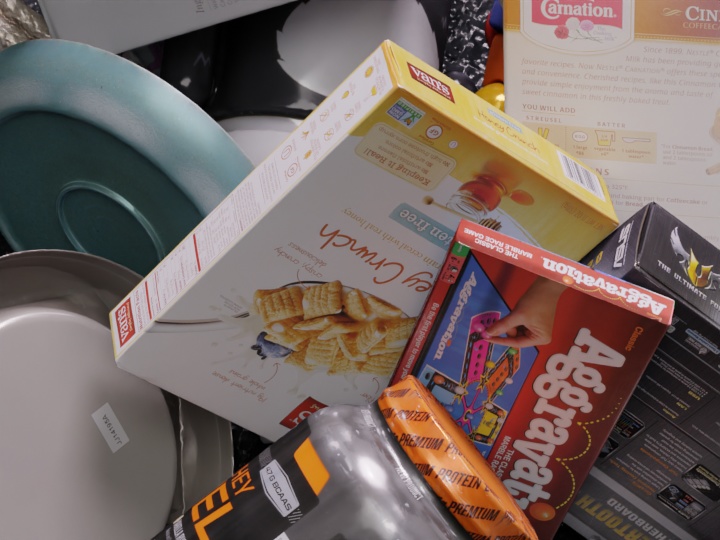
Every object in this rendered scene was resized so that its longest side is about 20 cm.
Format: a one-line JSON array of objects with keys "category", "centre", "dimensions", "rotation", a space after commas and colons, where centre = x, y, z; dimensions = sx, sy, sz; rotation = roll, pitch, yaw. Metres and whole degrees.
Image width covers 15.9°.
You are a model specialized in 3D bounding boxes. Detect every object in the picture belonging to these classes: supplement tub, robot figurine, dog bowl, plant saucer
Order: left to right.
[{"category": "dog bowl", "centre": [-0.157, 0.091, 1.221], "dimensions": [0.199, 0.059, 0.201], "rotation": [4, 84, -38]}, {"category": "plant saucer", "centre": [-0.116, -0.024, 1.253], "dimensions": [0.200, 0.200, 0.027], "rotation": [33, 56, 9]}, {"category": "supplement tub", "centre": [-0.027, 0.144, 1.152], "dimensions": [0.200, 0.123, 0.123], "rotation": [-38, 77, 3]}, {"category": "robot figurine", "centre": [-0.019, -0.098, 1.315], "dimensions": [0.150, 0.125, 0.201], "rotation": [8, 72, 8]}]

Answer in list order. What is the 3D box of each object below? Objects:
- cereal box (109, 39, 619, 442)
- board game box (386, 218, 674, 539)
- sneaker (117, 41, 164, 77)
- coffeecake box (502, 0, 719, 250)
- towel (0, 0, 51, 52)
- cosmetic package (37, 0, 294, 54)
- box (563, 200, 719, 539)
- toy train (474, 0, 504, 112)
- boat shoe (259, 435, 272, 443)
[{"category": "cereal box", "centre": [0.000, 0.000, 1.185], "dimensions": [0.200, 0.144, 0.040], "rotation": [-44, 37, 25]}, {"category": "board game box", "centre": [0.062, 0.067, 1.195], "dimensions": [0.103, 0.200, 0.019], "rotation": [20, 43, -2]}, {"category": "sneaker", "centre": [-0.118, -0.175, 1.367], "dimensions": [0.088, 0.081, 0.201], "rotation": [10, 68, 9]}, {"category": "coffeecake box", "centre": [0.149, -0.056, 1.218], "dimensions": [0.153, 0.201, 0.073], "rotation": [5, 27, 15]}, {"category": "towel", "centre": [-0.176, -0.101, 1.310], "dimensions": [0.200, 0.133, 0.034], "rotation": [41, 72, 11]}, {"category": "cosmetic package", "centre": [-0.059, -0.175, 1.231], "dimensions": [0.199, 0.074, 0.102], "rotation": [-15, 34, 5]}, {"category": "box", "centre": [0.161, 0.078, 1.218], "dimensions": [0.200, 0.158, 0.048], "rotation": [35, 42, -13]}, {"category": "toy train", "centre": [0.073, -0.084, 1.302], "dimensions": [0.200, 0.085, 0.116], "rotation": [30, 86, -28]}, {"category": "boat shoe", "centre": [0.044, 0.066, 1.299], "dimensions": [0.199, 0.072, 0.069], "rotation": [2, 89, -4]}]
